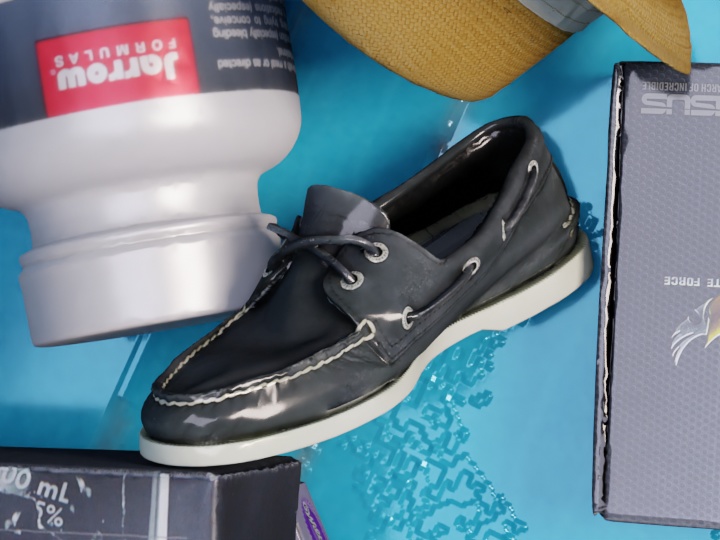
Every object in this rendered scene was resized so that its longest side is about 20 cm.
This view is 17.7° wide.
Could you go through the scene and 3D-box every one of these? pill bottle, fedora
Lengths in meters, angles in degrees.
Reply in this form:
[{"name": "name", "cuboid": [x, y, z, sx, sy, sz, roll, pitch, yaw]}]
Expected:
[{"name": "pill bottle", "cuboid": [-0.084, -0.079, 0.794, 0.119, 0.120, 0.200, -10, 88, 9]}, {"name": "fedora", "cuboid": [0.018, -0.118, 0.748, 0.082, 0.201, 0.201, -44, 83, 16]}]

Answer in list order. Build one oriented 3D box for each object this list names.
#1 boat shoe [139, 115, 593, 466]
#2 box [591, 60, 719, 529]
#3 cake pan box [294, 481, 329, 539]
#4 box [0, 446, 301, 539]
[{"name": "boat shoe", "cuboid": [0.002, 0.000, 0.746, 0.074, 0.199, 0.066, 12, 119, 47]}, {"name": "box", "cuboid": [0.181, 0.011, 0.783, 0.200, 0.051, 0.158, 3, 91, 10]}, {"name": "cake pan box", "cuboid": [-0.071, 0.193, 0.824, 0.184, 0.052, 0.200, -24, 86, 6]}, {"name": "box", "cuboid": [-0.128, 0.156, 0.750, 0.200, 0.124, 0.197, 1, 87, 10]}]
